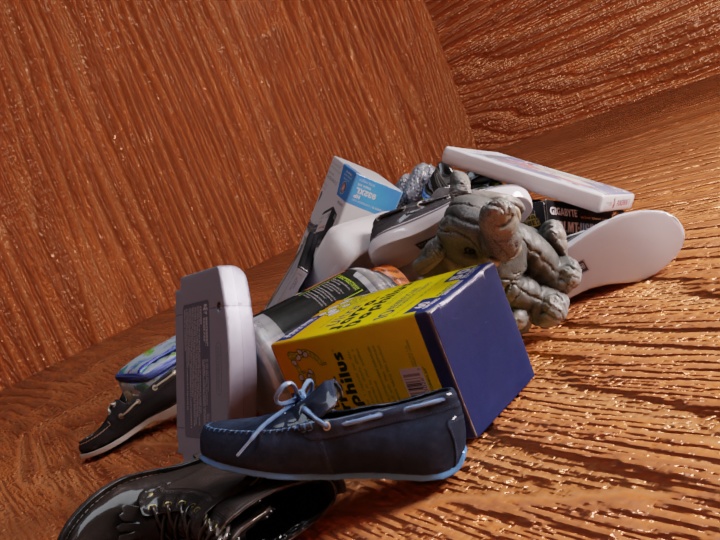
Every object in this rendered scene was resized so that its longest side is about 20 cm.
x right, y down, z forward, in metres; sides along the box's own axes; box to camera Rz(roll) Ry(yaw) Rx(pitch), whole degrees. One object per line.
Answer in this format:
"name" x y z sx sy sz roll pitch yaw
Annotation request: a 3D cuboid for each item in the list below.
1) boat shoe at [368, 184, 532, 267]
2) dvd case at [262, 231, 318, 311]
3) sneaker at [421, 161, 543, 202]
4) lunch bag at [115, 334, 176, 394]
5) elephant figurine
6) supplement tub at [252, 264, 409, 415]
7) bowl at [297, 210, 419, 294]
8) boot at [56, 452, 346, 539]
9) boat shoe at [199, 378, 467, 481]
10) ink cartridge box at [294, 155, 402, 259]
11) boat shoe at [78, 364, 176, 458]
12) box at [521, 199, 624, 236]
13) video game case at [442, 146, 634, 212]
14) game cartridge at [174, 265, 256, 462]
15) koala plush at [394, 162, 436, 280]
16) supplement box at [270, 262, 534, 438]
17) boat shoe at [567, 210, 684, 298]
"boat shoe" 0.097 -0.064 0.874 0.197 0.070 0.068 -22 52 26
"dvd case" -0.116 0.054 1.015 0.202 0.017 0.143 -58 9 18
"sneaker" 0.168 -0.107 1.057 0.197 0.085 0.070 23 8 41
"lunch bag" -0.283 0.151 1.243 0.198 0.084 0.159 -30 13 -33
"elephant figurine" 0.117 -0.030 0.739 0.153 0.199 0.144 -27 48 31
"supplement tub" -0.032 0.076 0.845 0.197 0.125 0.122 -26 9 -28
"bowl" 0.000 0.000 1.026 0.197 0.075 0.202 -20 -30 -44
"boot" -0.126 0.188 0.580 0.197 0.071 0.173 -24 7 -28
"boat shoe" -0.021 0.112 0.571 0.194 0.071 0.084 -1 2 -2
"ink cartridge box" -0.027 -0.057 1.188 0.082 0.204 0.145 18 12 -22
"boat shoe" -0.312 0.193 1.066 0.197 0.061 0.074 -29 6 9
"box" 0.202 -0.039 0.966 0.196 0.051 0.197 -1 -9 -45
"video game case" 0.220 -0.112 0.937 0.197 0.024 0.181 23 16 26
"game cartridge" -0.151 0.102 0.792 0.040 0.206 0.132 2 -8 -32
"koala plush" 0.081 -0.030 1.214 0.200 0.184 0.177 -45 4 -8
"supplement box" 0.033 0.080 0.686 0.197 0.112 0.108 -16 10 43
"boat shoe" 0.248 -0.011 0.835 0.197 0.073 0.068 -28 7 19
